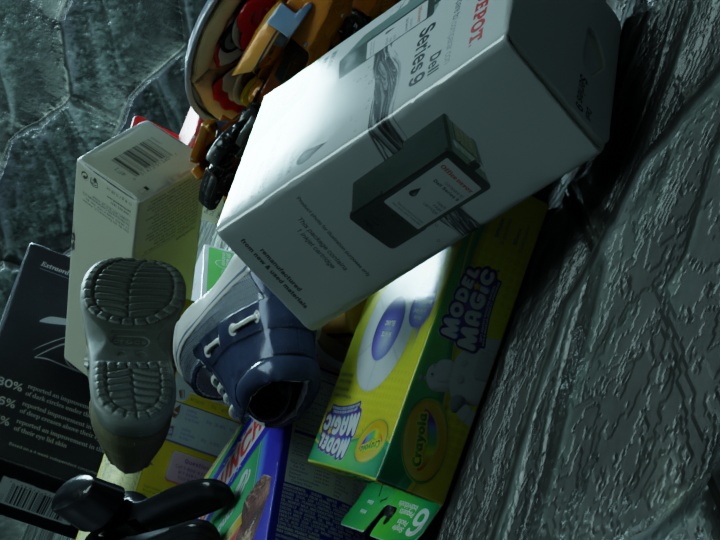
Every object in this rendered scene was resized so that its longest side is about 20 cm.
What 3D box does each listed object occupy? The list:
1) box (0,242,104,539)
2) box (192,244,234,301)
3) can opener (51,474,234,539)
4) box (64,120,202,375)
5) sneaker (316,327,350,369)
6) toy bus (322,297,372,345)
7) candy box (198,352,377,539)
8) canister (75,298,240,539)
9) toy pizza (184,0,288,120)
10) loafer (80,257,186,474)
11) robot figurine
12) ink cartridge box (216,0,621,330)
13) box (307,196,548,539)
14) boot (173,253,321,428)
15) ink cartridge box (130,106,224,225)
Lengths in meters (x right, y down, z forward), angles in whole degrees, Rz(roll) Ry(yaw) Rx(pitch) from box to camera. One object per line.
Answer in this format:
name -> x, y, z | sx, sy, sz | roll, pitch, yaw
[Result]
box -> -0.239, 0.103, 1.502 | 0.104, 0.147, 0.201 | 125, 163, -53
box -> -0.123, 0.103, 1.569 | 0.200, 0.096, 0.178 | -97, 28, -68
can opener -> -0.139, 0.170, 1.191 | 0.199, 0.078, 0.064 | -13, 59, 57
box -> -0.172, -0.006, 1.392 | 0.082, 0.068, 0.201 | -34, -32, -42
sneaker -> 0.000, 0.000, 1.232 | 0.113, 0.071, 0.201 | -48, 16, 52
toy bus -> 0.036, -0.048, 1.124 | 0.202, 0.078, 0.065 | -70, 14, -8
candy box -> -0.054, 0.171, 1.149 | 0.170, 0.076, 0.201 | -57, 15, 35
canister -> -0.117, 0.137, 1.341 | 0.087, 0.147, 0.202 | 150, 138, -71
toy pizza -> -0.046, -0.182, 1.335 | 0.200, 0.032, 0.201 | -39, -24, -21
loafer -> -0.159, 0.061, 1.247 | 0.201, 0.074, 0.070 | -93, 11, -56
robot figurine -> -0.050, -0.128, 1.293 | 0.201, 0.058, 0.145 | -57, -20, 23
ink cartridge box -> 0.033, -0.080, 0.975 | 0.199, 0.084, 0.147 | -32, 25, 28
box -> 0.031, 0.050, 1.023 | 0.117, 0.048, 0.202 | -3, 68, 69
boot -> -0.071, 0.061, 1.119 | 0.200, 0.072, 0.091 | 122, 150, -60
ink cartridge box -> -0.086, -0.084, 1.461 | 0.117, 0.198, 0.068 | -88, 23, -59
